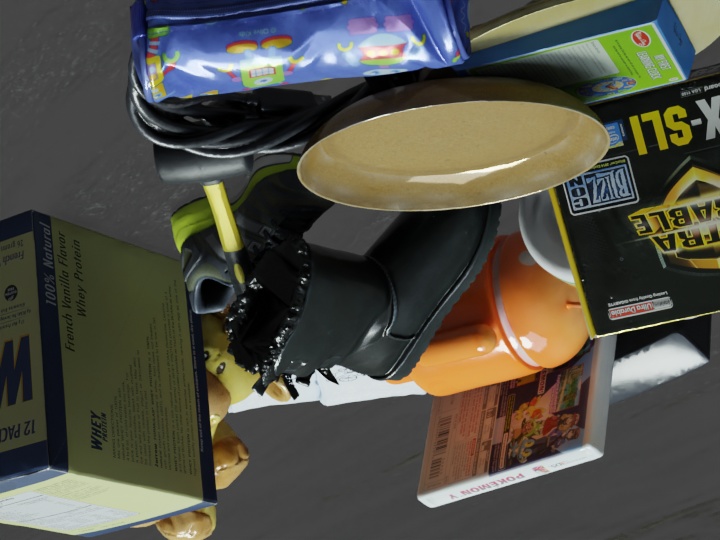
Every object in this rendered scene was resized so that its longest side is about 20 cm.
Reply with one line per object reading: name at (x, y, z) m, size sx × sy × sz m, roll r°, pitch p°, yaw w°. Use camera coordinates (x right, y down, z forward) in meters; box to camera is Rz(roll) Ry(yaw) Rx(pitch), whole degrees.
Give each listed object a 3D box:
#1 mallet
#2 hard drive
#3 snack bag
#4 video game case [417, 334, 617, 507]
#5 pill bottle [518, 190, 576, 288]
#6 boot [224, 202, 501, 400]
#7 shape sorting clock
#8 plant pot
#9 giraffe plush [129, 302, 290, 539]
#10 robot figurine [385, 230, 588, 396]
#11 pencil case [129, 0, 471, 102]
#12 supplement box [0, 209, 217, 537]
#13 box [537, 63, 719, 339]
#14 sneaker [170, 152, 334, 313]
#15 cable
mallet at (-0.080, -0.024, 1.503) m, size 0.066 × 0.041 × 0.200 m, roll -13°, pitch 129°, yaw 13°
hard drive at (0.200, 0.048, 1.803) m, size 0.200 × 0.135 × 0.042 m, roll -23°, pitch 133°, yaw 37°
snack bag at (-0.039, 0.097, 2.031) m, size 0.200 × 0.021 × 0.189 m, roll -6°, pitch 162°, yaw 0°
video game case at (0.133, 0.087, 1.790) m, size 0.182 × 0.200 × 0.023 m, roll -22°, pitch 133°, yaw 38°
pill bottle at (0.206, -0.024, 1.613) m, size 0.111 × 0.111 × 0.200 m, roll -15°, pitch 159°, yaw 25°
boot at (0.000, -0.001, 1.525) m, size 0.162 × 0.073 × 0.198 m, roll 7°, pitch 117°, yaw -48°
shape sorting clock at (0.133, -0.140, 1.359) m, size 0.200 × 0.039 × 0.200 m, roll -9°, pitch 167°, yaw -2°
plant pot at (0.058, -0.082, 1.386) m, size 0.200 × 0.028 × 0.200 m, roll -4°, pitch 163°, yaw -1°
giraffe plush at (-0.141, 0.103, 1.794) m, size 0.172 × 0.200 × 0.162 m, roll 23°, pitch 141°, yaw -23°
robot figurine at (0.102, 0.032, 1.743) m, size 0.200 × 0.117 × 0.144 m, roll -16°, pitch 156°, yaw 29°
pencil case at (-0.033, -0.145, 1.230) m, size 0.200 × 0.078 × 0.087 m, roll -8°, pitch 164°, yaw 4°
supplement box at (-0.228, 0.084, 1.651) m, size 0.134 × 0.200 × 0.200 m, roll -18°, pitch 159°, yaw 29°
box at (0.231, -0.053, 1.451) m, size 0.200 × 0.160 × 0.049 m, roll -12°, pitch -169°, yaw 20°
sneaker at (-0.064, -0.027, 1.564) m, size 0.074 × 0.081 × 0.200 m, roll 7°, pitch 157°, yaw -35°
cable at (-0.051, -0.117, 1.351) m, size 0.200 × 0.051 × 0.163 m, roll 9°, pitch 156°, yaw -37°
